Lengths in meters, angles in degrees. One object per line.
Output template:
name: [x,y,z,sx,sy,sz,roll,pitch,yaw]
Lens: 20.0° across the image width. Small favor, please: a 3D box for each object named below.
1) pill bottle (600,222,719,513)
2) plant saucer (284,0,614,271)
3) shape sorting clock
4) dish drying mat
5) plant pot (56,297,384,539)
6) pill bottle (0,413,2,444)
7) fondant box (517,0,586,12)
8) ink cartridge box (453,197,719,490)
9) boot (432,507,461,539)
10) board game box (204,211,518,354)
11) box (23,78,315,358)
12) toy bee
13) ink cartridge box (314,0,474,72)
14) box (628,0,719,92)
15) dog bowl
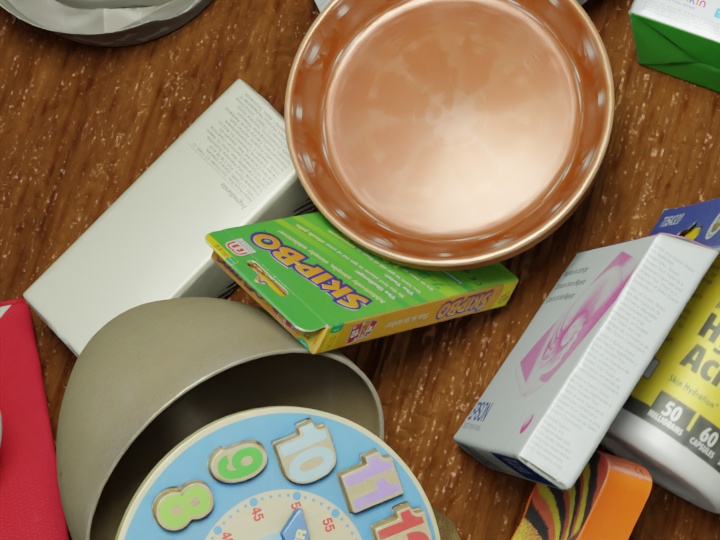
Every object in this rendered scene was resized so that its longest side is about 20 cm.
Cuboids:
pill bottle: [0.223,0.033,1.214,0.111,0.111,0.200,31,83,17]
plant saucer: [0.054,-0.097,1.234,0.199,0.032,0.201,-2,76,9]
shape sorting clock: [-0.044,0.177,1.152,0.199,0.039,0.201,0,90,-24]
dish drying mat: [-0.234,0.110,1.299,0.076,0.018,0.201,-10,58,-8]
plant pot: [-0.104,0.094,1.233,0.200,0.200,0.134,-43,48,-3]
pill bottle: [-0.319,0.072,1.273,0.200,0.114,0.114,31,82,43]
fondant box: [0.116,-0.245,1.277,0.200,0.058,0.145,-39,66,40]
ink cartridge box: [0.137,0.030,1.187,0.043,0.196,0.201,33,83,-5]
boot: [0.003,0.233,1.228,0.075,0.074,0.201,21,90,-17]
board game box: [0.000,0.000,1.225,0.095,0.200,0.030,42,120,28]
box: [-0.114,-0.020,1.313,0.200,0.068,0.082,-44,72,-2]
toy bee: [0.093,0.193,1.196,0.200,0.131,0.109,-53,30,-12]
ink cartridge box: [0.012,-0.188,1.325,0.095,0.037,0.201,-41,64,41]
box: [0.292,-0.189,1.267,0.199,0.097,0.177,21,79,15]
dog bowl: [-0.168,-0.244,1.388,0.199,0.059,0.201,-2,76,9]
